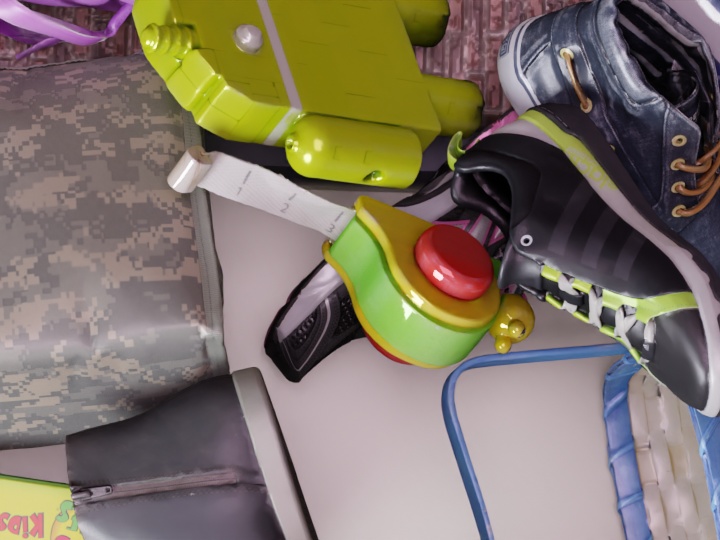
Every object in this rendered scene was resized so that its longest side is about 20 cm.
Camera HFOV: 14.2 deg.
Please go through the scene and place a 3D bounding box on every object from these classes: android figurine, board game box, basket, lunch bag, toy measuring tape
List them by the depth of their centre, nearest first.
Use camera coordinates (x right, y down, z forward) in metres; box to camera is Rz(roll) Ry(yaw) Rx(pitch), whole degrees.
[{"bbox_3d":[0.000,0.000,1.398,0.200,0.074,0.074,22,85,-23],"label":"toy measuring tape"},{"bbox_3d":[-0.032,-0.118,1.441,0.200,0.041,0.182,9,50,-36],"label":"android figurine"},{"bbox_3d":[0.150,0.113,1.445,0.200,0.139,0.177,-12,81,-12],"label":"basket"},{"bbox_3d":[-0.148,0.131,1.450,0.200,0.102,0.048,9,85,-2],"label":"board game box"},{"bbox_3d":[-0.153,-0.019,1.450,0.164,0.118,0.200,-6,58,-3],"label":"lunch bag"}]

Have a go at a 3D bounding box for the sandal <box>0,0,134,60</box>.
[{"bbox_3d":[-0.177,-0.133,1.481,0.202,0.082,0.050,3,93,1],"label":"sandal"}]

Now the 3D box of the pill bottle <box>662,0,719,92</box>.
[{"bbox_3d":[0.195,-0.146,1.481,0.111,0.111,0.200,-43,89,-5],"label":"pill bottle"}]

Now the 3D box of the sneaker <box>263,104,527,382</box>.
[{"bbox_3d":[0.044,-0.002,1.481,0.200,0.080,0.086,-38,90,-4],"label":"sneaker"}]

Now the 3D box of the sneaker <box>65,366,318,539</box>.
[{"bbox_3d":[-0.067,0.155,1.371,0.106,0.075,0.200,-18,79,0],"label":"sneaker"}]

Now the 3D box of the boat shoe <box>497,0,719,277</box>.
[{"bbox_3d":[0.158,-0.054,1.457,0.200,0.091,0.071,49,55,-16],"label":"boat shoe"}]

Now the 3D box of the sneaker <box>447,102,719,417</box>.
[{"bbox_3d":[0.107,0.004,1.387,0.083,0.072,0.200,-22,53,-18],"label":"sneaker"}]
